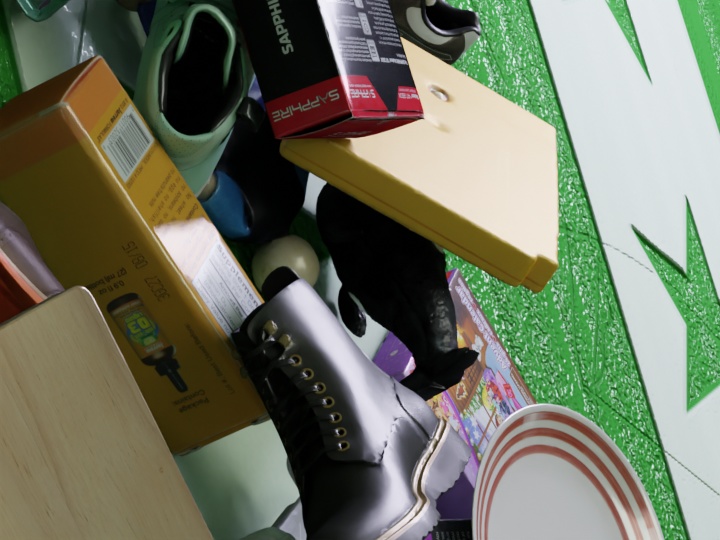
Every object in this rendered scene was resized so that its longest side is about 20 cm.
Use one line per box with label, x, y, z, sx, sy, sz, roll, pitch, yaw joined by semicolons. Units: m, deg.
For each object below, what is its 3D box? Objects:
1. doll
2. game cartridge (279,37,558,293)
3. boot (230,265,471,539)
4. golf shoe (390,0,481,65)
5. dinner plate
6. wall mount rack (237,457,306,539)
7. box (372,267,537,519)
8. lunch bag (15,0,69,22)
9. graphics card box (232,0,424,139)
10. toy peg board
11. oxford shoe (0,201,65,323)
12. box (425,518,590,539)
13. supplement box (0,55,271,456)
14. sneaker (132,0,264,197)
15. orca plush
doll;-0.070;-0.078;1.391;0.136;0.048;0.201;-22;90;-57
game cartridge;0.038;-0.076;1.431;0.176;0.032;0.200;29;27;-11
boot;-0.027;0.083;1.171;0.138;0.077;0.200;49;16;-4
golf shoe;0.002;-0.203;1.577;0.200;0.094;0.078;44;36;-36
dinner plate;0.123;0.179;1.432;0.200;0.024;0.201;27;52;-41
wall mount rack;0.002;0.184;1.250;0.174;0.074;0.200;59;28;-11
box;0.079;0.116;1.527;0.200;0.039;0.137;59;29;-17
lunch bag;-0.167;-0.262;1.280;0.200;0.122;0.170;55;27;-13
graphics card box;-0.033;-0.169;1.283;0.125;0.051;0.201;-12;85;-70
toy peg board;-0.167;0.142;1.022;0.199;0.098;0.201;-32;98;-47
oxford shoe;-0.157;0.019;1.135;0.200;0.071;0.073;54;24;-23
box;0.082;0.219;1.411;0.199;0.036;0.144;6;69;-48
supplement box;-0.114;-0.006;1.238;0.200;0.066;0.069;59;26;-17
sneaker;-0.072;-0.139;1.293;0.073;0.118;0.201;17;70;-10
orca plush;0.000;0.000;1.418;0.071;0.105;0.201;22;40;-30
